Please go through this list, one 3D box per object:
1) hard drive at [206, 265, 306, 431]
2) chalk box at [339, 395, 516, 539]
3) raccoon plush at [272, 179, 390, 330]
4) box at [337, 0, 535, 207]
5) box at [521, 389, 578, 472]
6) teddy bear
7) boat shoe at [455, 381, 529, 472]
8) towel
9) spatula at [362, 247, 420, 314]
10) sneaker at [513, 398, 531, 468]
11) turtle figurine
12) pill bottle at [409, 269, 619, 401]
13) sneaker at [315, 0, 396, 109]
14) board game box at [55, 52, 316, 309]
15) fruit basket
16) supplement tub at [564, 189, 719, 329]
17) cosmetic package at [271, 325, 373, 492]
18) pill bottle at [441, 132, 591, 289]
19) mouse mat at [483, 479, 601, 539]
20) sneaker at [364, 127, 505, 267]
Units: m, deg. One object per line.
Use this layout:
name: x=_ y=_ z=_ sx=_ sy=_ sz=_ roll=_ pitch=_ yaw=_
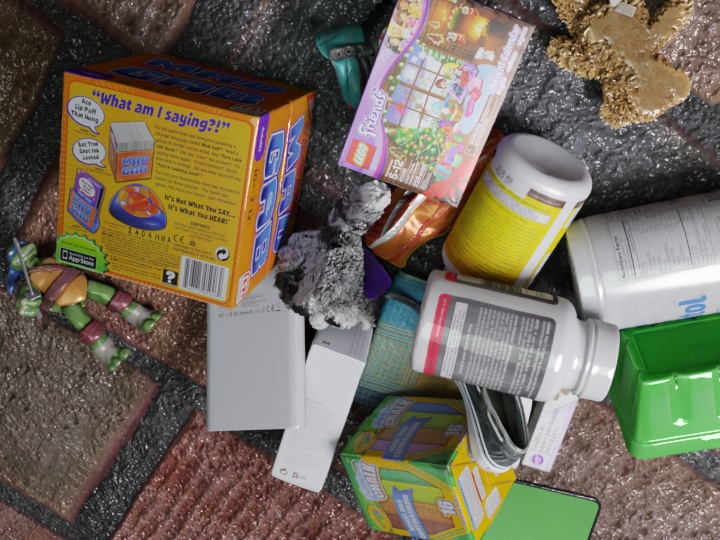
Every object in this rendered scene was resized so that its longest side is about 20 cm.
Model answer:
hard drive: x=-0.128 y=0.090 z=0.970 sx=0.132 sy=0.026 sz=0.200 roll=-7 pitch=78 yaw=26
chalk box: x=0.064 y=0.238 z=0.982 sx=0.200 sy=0.124 sz=0.125 roll=-5 pitch=116 yaw=37
raccoon plush: x=0.000 y=0.000 z=0.904 sx=0.200 sy=0.097 sz=0.134 roll=-35 pitch=145 yaw=31
box: x=0.074 y=-0.180 z=0.822 sx=0.137 sy=0.039 sz=0.200 roll=19 pitch=110 yaw=-6
box: x=0.248 y=0.157 z=1.003 sx=0.039 sy=0.041 sz=0.200 roll=15 pitch=111 yaw=2
teddy bear: x=0.265 y=-0.251 z=0.838 sx=0.200 sy=0.067 sz=0.145 roll=45 pitch=101 yaw=-3
boat shoe: x=0.151 y=0.124 z=0.911 sx=0.072 sy=0.200 sz=0.071 roll=6 pitch=148 yaw=-33
towel: x=0.084 y=0.105 z=1.018 sx=0.146 sy=0.022 sz=0.200 roll=19 pitch=114 yaw=2
spatula: x=0.061 y=0.045 z=0.968 sx=0.200 sy=0.021 sz=0.057 roll=39 pitch=141 yaw=-6
sneaker: x=0.162 y=0.165 z=0.995 sx=0.082 sy=0.074 sz=0.200 roll=-1 pitch=111 yaw=-6
turtle figurine: x=-0.337 y=0.018 z=0.978 sx=0.194 sy=0.144 sz=0.200 roll=43 pitch=114 yaw=-13
pill bottle: x=0.158 y=0.073 z=0.835 sx=0.200 sy=0.111 sz=0.111 roll=13 pitch=112 yaw=7
sneaker: x=0.013 y=-0.260 z=0.857 sx=0.121 sy=0.084 sz=0.200 roll=3 pitch=113 yaw=-3
board game box: x=-0.182 y=-0.107 z=0.867 sx=0.200 sy=0.200 sz=0.200 roll=15 pitch=113 yaw=8
fruit basket: x=0.387 y=0.148 z=0.903 sx=0.215 sy=0.156 sz=0.216 roll=1 pitch=124 yaw=1
supplement tub: x=0.334 y=-0.010 z=0.878 sx=0.200 sy=0.132 sz=0.132 roll=-12 pitch=109 yaw=13
cosmetic package: x=-0.047 y=0.165 z=1.016 sx=0.074 sy=0.102 sz=0.200 roll=19 pitch=114 yaw=-1
pill bottle: x=0.161 y=-0.044 z=0.890 sx=0.109 sy=0.109 sz=0.200 roll=25 pitch=125 yaw=-2
mouse mat: x=0.229 y=0.379 z=1.110 sx=0.161 sy=0.008 sz=0.200 roll=13 pitch=113 yaw=3
sneaker: x=0.091 y=-0.088 z=0.927 sx=0.200 sy=0.073 sz=0.077 roll=-42 pitch=129 yaw=18
